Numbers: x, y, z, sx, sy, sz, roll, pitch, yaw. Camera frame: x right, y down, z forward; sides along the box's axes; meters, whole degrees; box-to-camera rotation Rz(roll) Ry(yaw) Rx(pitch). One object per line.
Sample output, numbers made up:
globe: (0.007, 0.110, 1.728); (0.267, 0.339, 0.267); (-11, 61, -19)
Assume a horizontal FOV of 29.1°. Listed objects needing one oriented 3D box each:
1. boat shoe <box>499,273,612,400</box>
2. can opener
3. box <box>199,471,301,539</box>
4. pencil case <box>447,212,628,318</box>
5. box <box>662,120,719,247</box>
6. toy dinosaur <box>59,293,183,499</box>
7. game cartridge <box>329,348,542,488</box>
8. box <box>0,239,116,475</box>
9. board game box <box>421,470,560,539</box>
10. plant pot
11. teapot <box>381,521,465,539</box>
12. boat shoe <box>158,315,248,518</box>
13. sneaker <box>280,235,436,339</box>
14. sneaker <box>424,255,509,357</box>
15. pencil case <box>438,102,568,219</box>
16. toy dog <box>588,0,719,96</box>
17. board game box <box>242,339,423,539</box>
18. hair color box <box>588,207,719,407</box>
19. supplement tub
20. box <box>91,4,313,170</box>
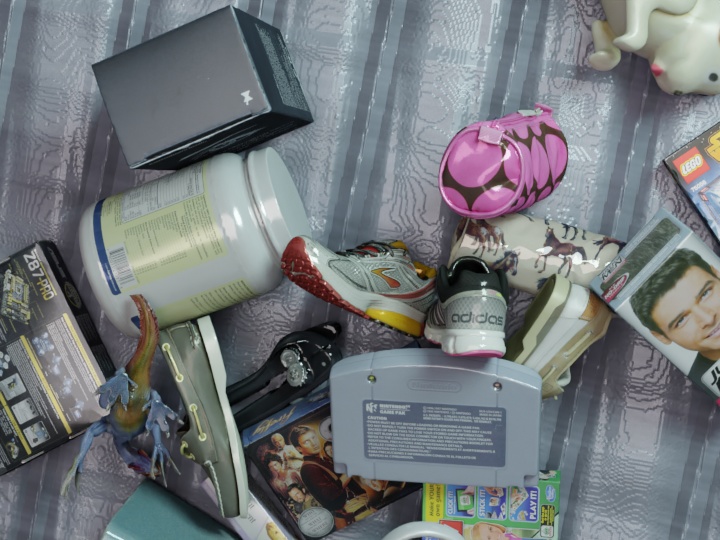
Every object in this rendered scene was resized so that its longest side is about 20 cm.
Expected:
boat shoe: (0.168, 0.094, 1.329); (0.068, 0.075, 0.200); (25, 130, -5)
can opener: (-0.097, 0.123, 1.403); (0.200, 0.079, 0.064); (-37, 78, 19)
box: (-0.085, 0.281, 1.421); (0.041, 0.039, 0.200); (-38, 86, 8)
pencil case: (0.187, -0.013, 1.343); (0.199, 0.090, 0.078); (15, 125, 5)
box: (0.410, -0.106, 1.328); (0.200, 0.040, 0.137); (-34, 88, 9)
toy dinosaur: (-0.214, 0.143, 1.370); (0.104, 0.181, 0.201); (20, 78, -7)
game cartridge: (0.071, 0.138, 1.310); (0.199, 0.041, 0.134); (3, 120, 8)
box: (-0.353, 0.092, 1.451); (0.161, 0.049, 0.201); (-28, 89, 10)
board game box: (0.127, 0.292, 1.373); (0.134, 0.029, 0.201); (2, 105, 8)
plant pot: (-0.180, 0.353, 1.370); (0.199, 0.196, 0.197); (25, 96, -1)
teapot: (0.046, 0.345, 1.306); (0.145, 0.200, 0.199); (-9, 76, -4)
boat shoe: (-0.152, 0.148, 1.357); (0.060, 0.072, 0.203); (-13, 96, -8)
sneaker: (0.000, 0.000, 1.336); (0.078, 0.200, 0.083); (21, 88, 41)
sneaker: (0.103, 0.030, 1.302); (0.073, 0.200, 0.088); (5, 93, -1)
pencil case: (0.136, -0.104, 1.291); (0.090, 0.200, 0.094); (28, 108, 12)
toy dog: (0.288, -0.253, 1.308); (0.193, 0.140, 0.201); (-29, 85, -28)
board game box: (0.001, 0.172, 1.380); (0.199, 0.035, 0.136); (-29, 112, 9)
hair color box: (0.315, 0.043, 1.288); (0.200, 0.061, 0.099); (39, 98, -29)
supplement tub: (-0.159, -0.029, 1.367); (0.199, 0.145, 0.146); (-20, 89, 9)
box: (-0.145, -0.168, 1.331); (0.147, 0.200, 0.105); (-21, 89, 9)
